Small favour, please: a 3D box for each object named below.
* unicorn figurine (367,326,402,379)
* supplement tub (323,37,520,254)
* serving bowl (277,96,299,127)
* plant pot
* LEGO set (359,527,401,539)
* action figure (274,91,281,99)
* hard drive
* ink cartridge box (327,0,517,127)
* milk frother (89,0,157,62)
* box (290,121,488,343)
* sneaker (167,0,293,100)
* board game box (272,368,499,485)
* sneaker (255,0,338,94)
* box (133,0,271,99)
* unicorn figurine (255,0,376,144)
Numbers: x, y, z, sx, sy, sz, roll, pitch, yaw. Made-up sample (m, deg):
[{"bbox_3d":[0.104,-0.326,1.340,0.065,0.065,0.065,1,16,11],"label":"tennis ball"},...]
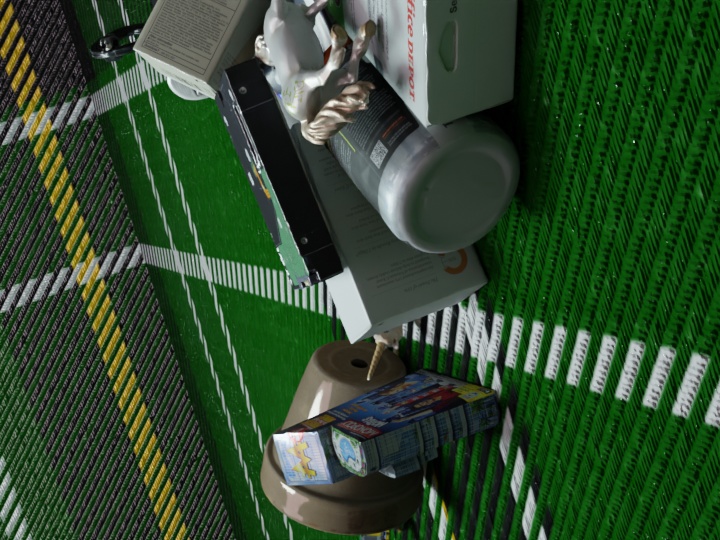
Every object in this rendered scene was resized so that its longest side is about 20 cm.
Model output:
[{"bbox_3d":[0.000,0.000,1.434,0.200,0.073,0.138,-111,-2,-59],"label":"unicorn figurine"},{"bbox_3d":[0.038,-0.116,1.095,0.200,0.121,0.123,-126,23,-44],"label":"supplement tub"},{"bbox_3d":[-0.103,-0.151,1.553,0.201,0.065,0.201,55,160,33],"label":"serving bowl"},{"bbox_3d":[-0.013,0.185,1.531,0.200,0.198,0.176,-133,45,-53],"label":"plant pot"},{"bbox_3d":[0.053,0.419,1.738,0.155,0.115,0.201,-84,-2,-46],"label":"LEGO set"},{"bbox_3d":[-0.030,-0.161,1.349,0.200,0.065,0.052,45,177,29],"label":"action figure"},{"bbox_3d":[-0.075,-0.082,1.172,0.140,0.038,0.202,161,87,-80],"label":"hard drive"},{"bbox_3d":[0.043,-0.230,1.019,0.148,0.082,0.201,87,158,-43],"label":"ink cartridge box"},{"bbox_3d":[-0.271,-0.382,1.659,0.180,0.198,0.190,-164,56,-75],"label":"milk frother"},{"bbox_3d":[0.018,-0.051,1.230,0.097,0.123,0.202,132,117,-72],"label":"box"},{"bbox_3d":[-0.135,-0.270,1.402,0.074,0.200,0.118,44,-178,-25],"label":"sneaker"},{"bbox_3d":[0.020,0.171,1.338,0.200,0.198,0.062,-173,65,-72],"label":"board game box"},{"bbox_3d":[-0.060,-0.262,1.273,0.146,0.076,0.204,-1,109,55],"label":"sneaker"},{"bbox_3d":[-0.135,-0.281,1.296,0.094,0.201,0.078,27,177,14],"label":"box"},{"bbox_3d":[-0.046,-0.188,1.059,0.138,0.073,0.202,127,148,-46],"label":"unicorn figurine"}]
